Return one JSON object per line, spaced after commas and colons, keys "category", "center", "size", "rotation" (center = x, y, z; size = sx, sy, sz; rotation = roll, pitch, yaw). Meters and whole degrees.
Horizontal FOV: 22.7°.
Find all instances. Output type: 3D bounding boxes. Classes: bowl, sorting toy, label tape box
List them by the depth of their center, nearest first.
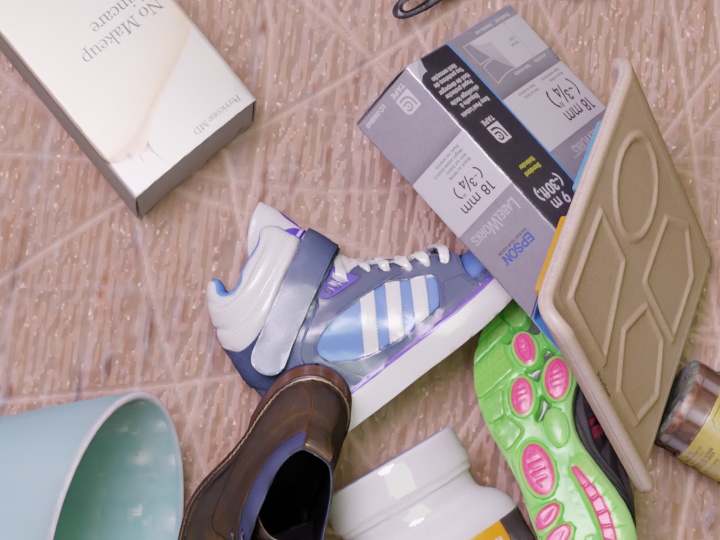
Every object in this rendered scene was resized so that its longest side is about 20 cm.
{"category": "bowl", "center": [-0.187, 0.162, 1.046], "size": [0.104, 0.201, 0.203], "rotation": [9, 81, 15]}
{"category": "sorting toy", "center": [0.158, 0.004, 1.081], "size": [0.036, 0.186, 0.202], "rotation": [-1, 53, 29]}
{"category": "label tape box", "center": [0.112, -0.057, 1.112], "size": [0.200, 0.063, 0.144], "rotation": [48, 39, 5]}

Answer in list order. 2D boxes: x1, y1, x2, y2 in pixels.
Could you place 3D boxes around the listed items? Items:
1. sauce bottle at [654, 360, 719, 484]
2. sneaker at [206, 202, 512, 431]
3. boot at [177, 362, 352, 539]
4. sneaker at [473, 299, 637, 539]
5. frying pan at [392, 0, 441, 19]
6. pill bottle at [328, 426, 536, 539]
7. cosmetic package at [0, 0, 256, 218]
{"category": "sauce bottle", "center": [0.283, 0.130, 1.144], "size": [0.199, 0.065, 0.065], "rotation": [29, 80, -2]}
{"category": "sneaker", "center": [0.000, 0.000, 1.126], "size": [0.199, 0.081, 0.147], "rotation": [-38, 91, -4]}
{"category": "boot", "center": [-0.066, 0.157, 1.062], "size": [0.074, 0.097, 0.202], "rotation": [23, 106, -8]}
{"category": "sneaker", "center": [0.123, 0.109, 1.131], "size": [0.076, 0.084, 0.202], "rotation": [-17, 67, 10]}
{"category": "frying pan", "center": [0.118, -0.211, 1.193], "size": [0.114, 0.031, 0.191], "rotation": [35, 84, 1]}
{"category": "pill bottle", "center": [0.064, 0.205, 1.086], "size": [0.116, 0.116, 0.201], "rotation": [-29, 86, -8]}
{"category": "cosmetic package", "center": [-0.166, -0.146, 1.137], "size": [0.103, 0.073, 0.200], "rotation": [-40, 86, -9]}
